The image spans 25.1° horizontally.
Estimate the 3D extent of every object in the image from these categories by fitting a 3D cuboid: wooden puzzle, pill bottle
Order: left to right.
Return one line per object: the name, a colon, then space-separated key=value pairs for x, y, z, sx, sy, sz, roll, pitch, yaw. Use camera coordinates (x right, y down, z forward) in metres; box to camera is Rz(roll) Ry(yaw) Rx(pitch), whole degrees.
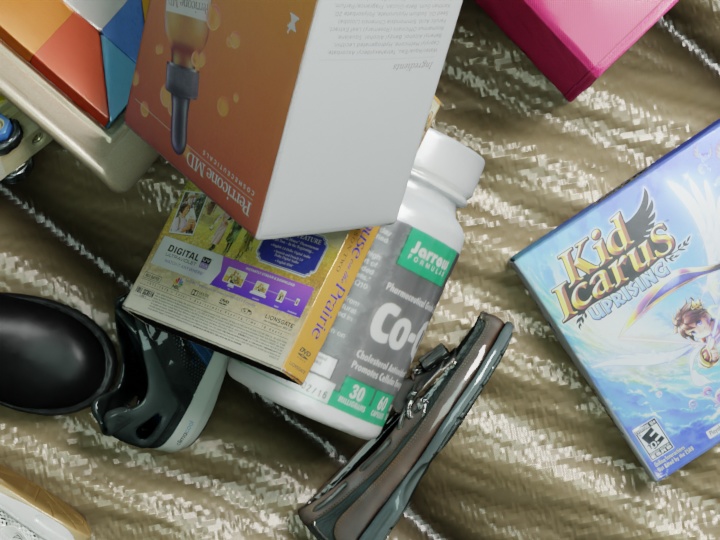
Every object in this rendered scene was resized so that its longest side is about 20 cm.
wooden puzzle: x=-0.174 y=-0.180 z=1.058 sx=0.200 sy=0.037 sz=0.185 roll=42 pitch=65 yaw=-13
pill bottle: x=0.000 y=0.000 z=1.071 sx=0.113 sy=0.113 sz=0.201 roll=24 pitch=89 yaw=0

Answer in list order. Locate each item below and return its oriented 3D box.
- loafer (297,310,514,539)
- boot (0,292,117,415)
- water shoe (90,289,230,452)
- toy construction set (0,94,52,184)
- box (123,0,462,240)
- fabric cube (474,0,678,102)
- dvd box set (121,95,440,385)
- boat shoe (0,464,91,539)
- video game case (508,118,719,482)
loafer: x=0.029 y=0.108 z=1.101 sx=0.063 sy=0.072 sz=0.201 roll=33 pitch=94 yaw=5
boot: x=-0.272 y=0.049 z=1.057 sx=0.210 sy=0.158 sz=0.080 roll=16 pitch=92 yaw=0
water shoe: x=-0.122 y=0.025 z=1.086 sx=0.079 sy=0.071 sz=0.201 roll=14 pitch=93 yaw=-32
toy construction set: x=-0.253 y=-0.130 z=1.093 sx=0.131 sy=0.092 sz=0.200 roll=40 pitch=84 yaw=24
box: x=-0.037 y=-0.143 z=0.922 sx=0.152 sy=0.106 sz=0.201 roll=39 pitch=124 yaw=39
fabric cube: x=0.142 y=-0.251 z=1.021 sx=0.196 sy=0.200 sz=0.199 roll=-43 pitch=90 yaw=3
dvd box set: x=-0.052 y=-0.041 z=1.024 sx=0.146 sy=0.029 sz=0.201 roll=17 pitch=76 yaw=37
boat shoe: x=-0.284 y=0.152 z=1.104 sx=0.199 sy=0.071 sz=0.070 roll=34 pitch=90 yaw=-1
video game case: x=0.233 y=0.014 z=1.105 sx=0.199 sy=0.045 sz=0.182 roll=-34 pitch=90 yaw=2
